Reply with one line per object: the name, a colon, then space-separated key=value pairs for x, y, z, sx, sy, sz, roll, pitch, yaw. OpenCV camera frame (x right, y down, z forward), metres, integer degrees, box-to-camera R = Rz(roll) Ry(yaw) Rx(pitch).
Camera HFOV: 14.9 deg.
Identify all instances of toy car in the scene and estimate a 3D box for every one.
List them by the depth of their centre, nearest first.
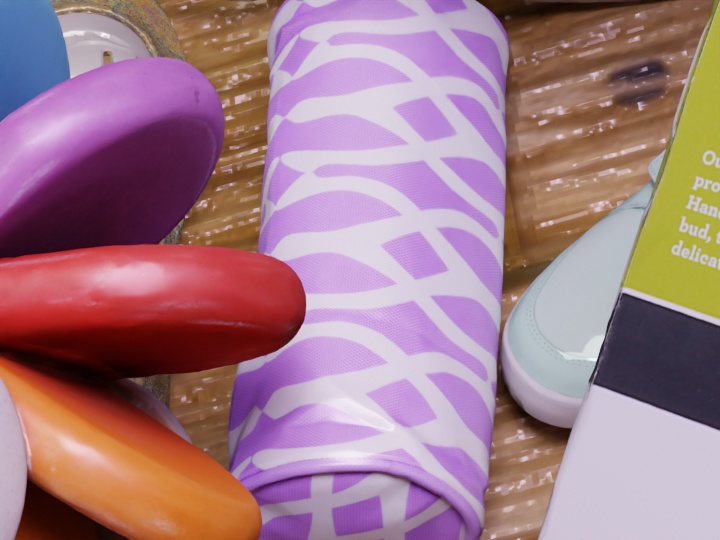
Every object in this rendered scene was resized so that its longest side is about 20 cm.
toy car: x=-0.094 y=0.006 z=0.727 sx=0.149 sy=0.175 sz=0.201 roll=-33 pitch=73 yaw=13

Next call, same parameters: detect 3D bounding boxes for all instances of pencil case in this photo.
pencil case: x=0.000 y=0.000 z=0.834 sx=0.085 sy=0.084 sz=0.201 roll=-34 pitch=38 yaw=41

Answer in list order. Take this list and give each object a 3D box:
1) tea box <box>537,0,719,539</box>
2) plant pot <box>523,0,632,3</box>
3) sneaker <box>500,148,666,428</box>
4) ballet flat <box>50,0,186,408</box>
tea box: x=0.164 y=0.010 z=0.645 sx=0.133 sy=0.200 sz=0.198 roll=20 pitch=92 yaw=31
plant pot: x=0.082 y=-0.199 z=0.833 sx=0.199 sy=0.200 sz=0.185 roll=-6 pitch=78 yaw=16
sneaker: x=0.116 y=-0.041 z=0.795 sx=0.200 sy=0.118 sz=0.074 roll=-32 pitch=52 yaw=-3
ballet flat: x=-0.088 y=-0.027 z=0.879 sx=0.070 sy=0.071 sz=0.201 roll=-10 pitch=60 yaw=14
